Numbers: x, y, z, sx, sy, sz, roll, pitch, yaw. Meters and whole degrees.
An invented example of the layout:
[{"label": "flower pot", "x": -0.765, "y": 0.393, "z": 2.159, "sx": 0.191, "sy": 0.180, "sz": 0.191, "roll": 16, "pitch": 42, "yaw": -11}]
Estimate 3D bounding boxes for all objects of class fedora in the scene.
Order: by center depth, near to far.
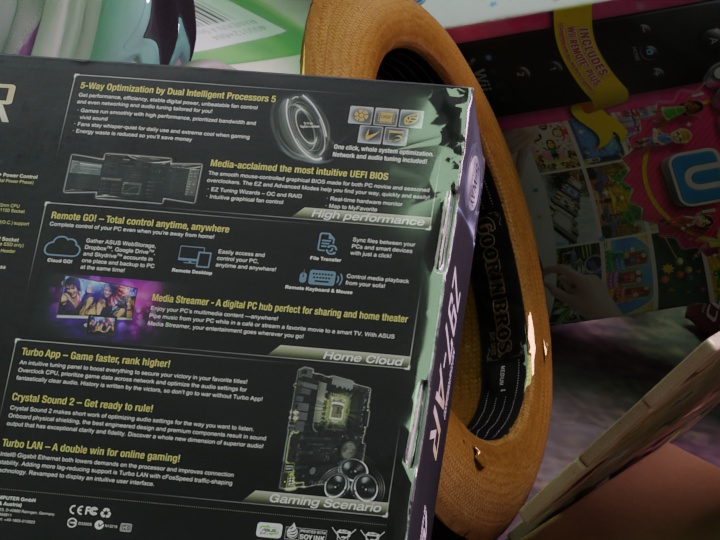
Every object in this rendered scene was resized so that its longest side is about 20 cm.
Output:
[{"label": "fedora", "x": 0.000, "y": 0.000, "z": 1.007, "sx": 0.081, "sy": 0.202, "sz": 0.201, "roll": -13, "pitch": 15, "yaw": 23}]

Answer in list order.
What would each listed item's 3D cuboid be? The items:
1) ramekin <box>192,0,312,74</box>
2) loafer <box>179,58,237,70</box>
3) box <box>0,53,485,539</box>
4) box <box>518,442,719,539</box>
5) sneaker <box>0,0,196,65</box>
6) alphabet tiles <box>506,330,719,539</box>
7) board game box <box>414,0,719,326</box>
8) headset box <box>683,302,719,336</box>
[{"label": "ramekin", "x": -0.078, "y": -0.058, "z": 1.136, "sx": 0.199, "sy": 0.098, "sz": 0.200, "roll": 12, "pitch": 25, "yaw": -6}, {"label": "loafer", "x": -0.090, "y": 0.026, "z": 0.908, "sx": 0.069, "sy": 0.201, "sz": 0.075, "roll": 0, "pitch": -34, "yaw": 47}, {"label": "box", "x": -0.073, "y": 0.018, "z": 0.831, "sx": 0.199, "sy": 0.044, "sz": 0.161, "roll": 4, "pitch": 62, "yaw": 9}, {"label": "box", "x": 0.123, "y": 0.126, "z": 0.951, "sx": 0.163, "sy": 0.021, "sz": 0.200, "roll": 27, "pitch": 27, "yaw": 24}, {"label": "sneaker", "x": -0.125, "y": -0.019, "z": 1.009, "sx": 0.139, "sy": 0.201, "sz": 0.078, "roll": -7, "pitch": -17, "yaw": 14}, {"label": "alphabet tiles", "x": 0.134, "y": 0.029, "z": 1.010, "sx": 0.006, "sy": 0.166, "sz": 0.200, "roll": 51, "pitch": 34, "yaw": 10}, {"label": "board game box", "x": 0.118, "y": -0.062, "z": 1.095, "sx": 0.199, "sy": 0.148, "sz": 0.064, "roll": -9, "pitch": 37, "yaw": 18}, {"label": "headset box", "x": 0.240, "y": 0.023, "z": 1.170, "sx": 0.148, "sy": 0.078, "sz": 0.200, "roll": -2, "pitch": 28, "yaw": -32}]
